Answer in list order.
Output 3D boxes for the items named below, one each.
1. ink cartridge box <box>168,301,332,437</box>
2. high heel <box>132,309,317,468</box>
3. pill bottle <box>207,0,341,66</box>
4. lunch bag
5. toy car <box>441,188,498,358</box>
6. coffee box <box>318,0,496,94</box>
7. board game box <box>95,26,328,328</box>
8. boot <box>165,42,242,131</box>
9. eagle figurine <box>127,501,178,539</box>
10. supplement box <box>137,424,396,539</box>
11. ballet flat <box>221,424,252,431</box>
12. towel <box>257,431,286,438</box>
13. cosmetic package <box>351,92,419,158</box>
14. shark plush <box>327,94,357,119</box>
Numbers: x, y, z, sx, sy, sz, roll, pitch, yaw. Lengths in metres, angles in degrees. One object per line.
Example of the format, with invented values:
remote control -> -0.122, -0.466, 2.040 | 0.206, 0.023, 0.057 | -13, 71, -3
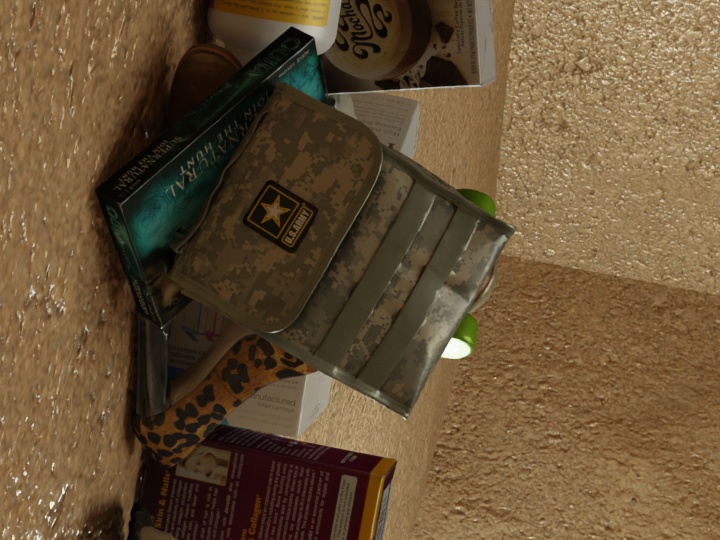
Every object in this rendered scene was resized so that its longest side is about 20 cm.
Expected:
ink cartridge box -> -0.085, 0.019, 1.381 | 0.125, 0.128, 0.200 | -39, 138, -76
high heel -> -0.079, 0.095, 1.304 | 0.071, 0.200, 0.143 | -92, -175, -63
pill bottle -> -0.063, -0.235, 1.295 | 0.104, 0.104, 0.200 | -39, 139, -76
lunch bag -> -0.019, -0.017, 1.181 | 0.164, 0.200, 0.118 | -59, -160, 0
toy car -> 0.024, -0.027, 1.583 | 0.200, 0.158, 0.165 | 41, 49, -44
coffee box -> 0.007, -0.205, 1.387 | 0.080, 0.200, 0.113 | -35, 121, -72
board game box -> -0.097, -0.067, 1.204 | 0.200, 0.028, 0.135 | -44, 146, -25
boot -> -0.124, -0.069, 1.239 | 0.075, 0.073, 0.200 | -51, 154, -58
eagle figurine -> -0.157, 0.257, 1.252 | 0.200, 0.151, 0.152 | -2, 93, -70
supplement box -> -0.080, 0.197, 1.388 | 0.086, 0.200, 0.111 | -17, 118, -81
ballet flat -> -0.132, 0.190, 1.509 | 0.072, 0.072, 0.200 | -46, 147, -74
towel -> -0.094, 0.200, 1.539 | 0.200, 0.030, 0.147 | 128, -43, -70
cosmetic package -> -0.005, -0.109, 1.811 | 0.200, 0.101, 0.074 | -71, 167, -47
shark plush -> -0.052, -0.137, 1.467 | 0.091, 0.083, 0.200 | 10, 90, -71
